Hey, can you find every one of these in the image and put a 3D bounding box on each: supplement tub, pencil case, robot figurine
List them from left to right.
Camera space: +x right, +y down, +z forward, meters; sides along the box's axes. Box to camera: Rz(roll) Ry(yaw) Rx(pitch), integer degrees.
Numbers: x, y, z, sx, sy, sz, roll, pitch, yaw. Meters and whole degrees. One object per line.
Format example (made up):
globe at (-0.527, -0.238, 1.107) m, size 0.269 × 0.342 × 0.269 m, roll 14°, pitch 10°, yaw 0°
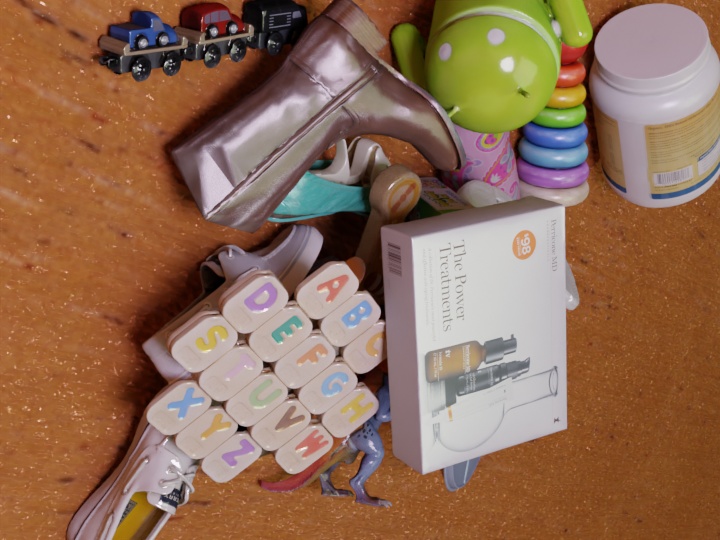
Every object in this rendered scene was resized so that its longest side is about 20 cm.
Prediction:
pencil case at (0.112, -0.108, 1.224) m, size 0.087 × 0.087 × 0.201 m, roll -43°, pitch 142°, yaw -26°
robot figurine at (0.117, -0.200, 1.090) m, size 0.116 × 0.175 × 0.201 m, roll 55°, pitch 31°, yaw -34°
supplement tub at (0.337, -0.186, 1.412) m, size 0.145 × 0.144 × 0.200 m, roll -47°, pitch 143°, yaw -21°

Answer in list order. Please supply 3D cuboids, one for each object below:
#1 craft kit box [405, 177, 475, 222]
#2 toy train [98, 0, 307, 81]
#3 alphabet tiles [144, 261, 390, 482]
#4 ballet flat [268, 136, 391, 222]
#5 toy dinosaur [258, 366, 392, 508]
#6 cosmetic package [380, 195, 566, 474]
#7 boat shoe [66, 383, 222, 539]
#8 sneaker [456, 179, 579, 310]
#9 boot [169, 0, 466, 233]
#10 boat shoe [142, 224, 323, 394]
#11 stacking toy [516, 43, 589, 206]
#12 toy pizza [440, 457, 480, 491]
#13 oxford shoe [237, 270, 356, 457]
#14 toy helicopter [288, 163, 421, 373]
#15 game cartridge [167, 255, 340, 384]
craft kit box at (0.071, 0.030, 1.145) m, size 0.048 × 0.198 × 0.201 m, roll -2°, pitch 104°, yaw -14°
toy train at (-0.111, -0.177, 0.926) m, size 0.200 × 0.034 × 0.046 m, roll -22°, pitch 125°, yaw -45°
alphabet tiles at (-0.065, 0.085, 0.987) m, size 0.195 × 0.015 × 0.200 m, roll -38°, pitch 133°, yaw -1°
ballet flat at (-0.014, -0.082, 1.085) m, size 0.200 × 0.067 × 0.071 m, roll -6°, pitch 124°, yaw -50°
toy dinosaur at (0.013, 0.144, 1.263) m, size 0.199 × 0.105 × 0.183 m, roll 14°, pitch 83°, yaw -45°
cosmetic package at (0.097, 0.051, 1.021) m, size 0.150 × 0.052 × 0.201 m, roll -14°, pitch 110°, yaw -29°
boat shoe at (-0.165, 0.173, 1.027) m, size 0.200 × 0.070 × 0.071 m, roll -51°, pitch 131°, yaw 0°
sneaker at (0.138, -0.007, 1.216) m, size 0.200 × 0.082 × 0.077 m, roll 43°, pitch 32°, yaw -37°
boot at (-0.032, -0.086, 0.990) m, size 0.200 × 0.064 × 0.186 m, roll -47°, pitch 114°, yaw -9°
boat shoe at (-0.106, 0.017, 1.032) m, size 0.069 × 0.072 × 0.200 m, roll 47°, pitch 59°, yaw -11°
stacking toy at (0.210, -0.173, 1.317) m, size 0.085 × 0.085 × 0.201 m, roll -23°, pitch 125°, yaw -43°
toy pizza at (0.110, 0.126, 1.275) m, size 0.200 × 0.032 × 0.201 m, roll 12°, pitch 90°, yaw -72°
oxford shoe at (-0.057, 0.088, 1.035) m, size 0.074 × 0.071 × 0.201 m, roll -39°, pitch 157°, yaw -52°
toy helicopter at (0.000, 0.000, 1.084) m, size 0.132 × 0.079 × 0.201 m, roll -5°, pitch 123°, yaw -40°
game cartridge at (-0.088, 0.083, 1.130) m, size 0.200 × 0.041 × 0.134 m, roll -32°, pitch 139°, yaw -37°
